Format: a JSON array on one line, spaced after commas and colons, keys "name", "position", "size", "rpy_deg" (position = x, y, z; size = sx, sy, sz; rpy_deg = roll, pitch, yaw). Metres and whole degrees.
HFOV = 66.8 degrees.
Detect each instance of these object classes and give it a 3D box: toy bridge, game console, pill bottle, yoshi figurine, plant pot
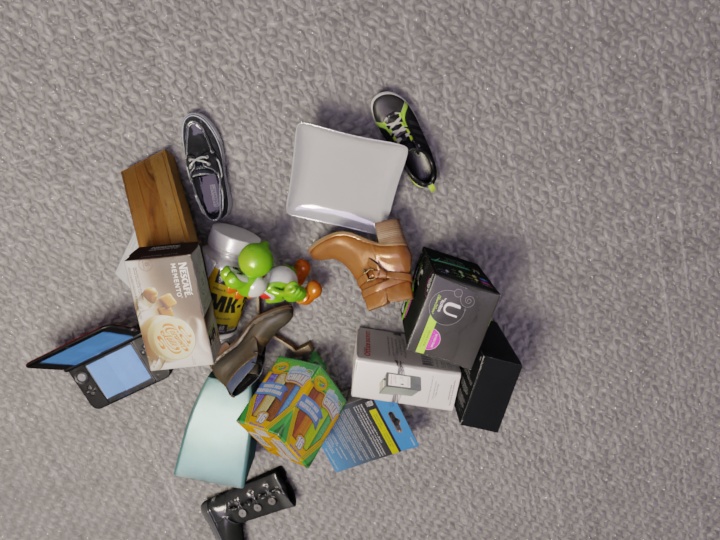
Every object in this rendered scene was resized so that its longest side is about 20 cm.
[{"name": "toy bridge", "position": [-0.172, 0.092, 1.111], "size": [0.067, 0.027, 0.201], "rpy_deg": [-26, 105, 9]}, {"name": "game console", "position": [-0.518, 0.199, 1.097], "size": [0.199, 0.119, 0.173], "rpy_deg": [-24, 104, 8]}, {"name": "pill bottle", "position": [-0.266, 0.019, 1.047], "size": [0.113, 0.114, 0.202], "rpy_deg": [20, 105, -5]}, {"name": "yoshi figurine", "position": [-0.155, 0.003, 0.997], "size": [0.112, 0.199, 0.113], "rpy_deg": [-1, 84, 40]}, {"name": "plant pot", "position": [-0.278, 0.306, 1.118], "size": [0.140, 0.141, 0.202], "rpy_deg": [12, 98, -3]}]

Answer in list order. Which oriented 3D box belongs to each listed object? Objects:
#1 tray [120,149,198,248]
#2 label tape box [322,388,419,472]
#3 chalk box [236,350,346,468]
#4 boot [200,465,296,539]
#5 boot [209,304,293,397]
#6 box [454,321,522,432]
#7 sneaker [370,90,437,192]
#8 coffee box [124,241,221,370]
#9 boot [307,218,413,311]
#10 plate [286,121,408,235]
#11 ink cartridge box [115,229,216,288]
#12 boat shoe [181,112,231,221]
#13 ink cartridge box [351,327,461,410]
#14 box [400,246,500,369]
[{"name": "tray", "position": [-0.368, -0.113, 0.996], "size": [0.098, 0.037, 0.201], "rpy_deg": [-24, 70, 7]}, {"name": "label tape box", "position": [0.007, 0.322, 1.143], "size": [0.199, 0.063, 0.145], "rpy_deg": [-23, 105, 16]}, {"name": "chalk box", "position": [-0.119, 0.256, 1.074], "size": [0.123, 0.201, 0.125], "rpy_deg": [4, 139, 39]}, {"name": "boot", "position": [-0.233, 0.548, 1.228], "size": [0.199, 0.066, 0.166], "rpy_deg": [-26, 106, 3]}, {"name": "boot", "position": [-0.195, 0.156, 1.054], "size": [0.199, 0.075, 0.097], "rpy_deg": [-36, 62, 3]}, {"name": "box", "position": [0.229, 0.190, 1.047], "size": [0.078, 0.200, 0.142], "rpy_deg": [11, 107, -3]}, {"name": "sneaker", "position": [0.089, -0.235, 0.988], "size": [0.071, 0.083, 0.201], "rpy_deg": [-32, 103, 9]}, {"name": "coffee box", "position": [-0.316, 0.060, 0.937], "size": [0.113, 0.080, 0.202], "rpy_deg": [-5, 109, -1]}, {"name": "boot", "position": [0.000, 0.000, 1.023], "size": [0.198, 0.074, 0.156], "rpy_deg": [-14, 83, 21]}, {"name": "plate", "position": [-0.030, -0.168, 1.004], "size": [0.198, 0.032, 0.201], "rpy_deg": [12, 132, -3]}, {"name": "ink cartridge box", "position": [-0.360, -0.006, 1.031], "size": [0.199, 0.047, 0.161], "rpy_deg": [36, 104, 19]}, {"name": "boat shoe", "position": [-0.290, -0.190, 1.011], "size": [0.071, 0.068, 0.202], "rpy_deg": [-7, 106, 2]}, {"name": "ink cartridge box", "position": [0.084, 0.190, 1.077], "size": [0.198, 0.146, 0.085], "rpy_deg": [9, 107, -2]}, {"name": "box", "position": [0.157, 0.062, 1.011], "size": [0.123, 0.200, 0.150], "rpy_deg": [17, 106, -5]}]
